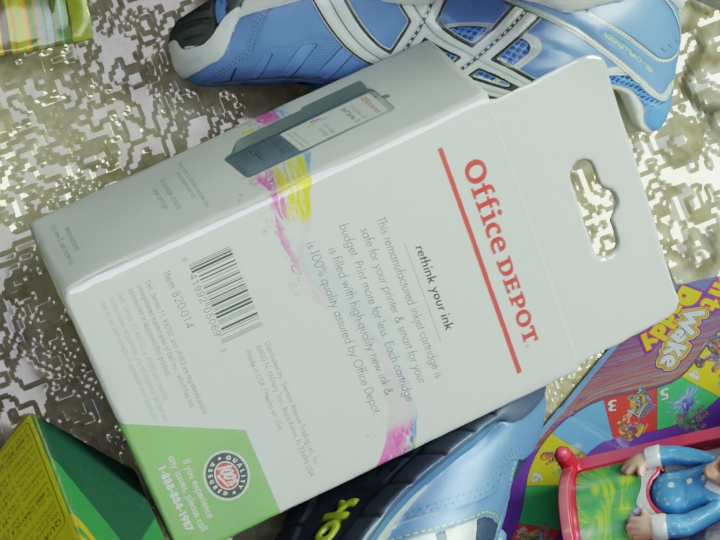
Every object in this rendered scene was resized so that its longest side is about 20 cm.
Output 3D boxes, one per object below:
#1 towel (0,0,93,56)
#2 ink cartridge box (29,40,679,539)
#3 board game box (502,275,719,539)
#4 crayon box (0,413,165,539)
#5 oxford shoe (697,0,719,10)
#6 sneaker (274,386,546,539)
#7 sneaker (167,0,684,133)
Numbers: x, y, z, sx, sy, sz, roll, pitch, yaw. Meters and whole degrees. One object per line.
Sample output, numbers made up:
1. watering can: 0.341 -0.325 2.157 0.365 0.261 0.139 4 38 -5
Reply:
1. towel: -0.196 -0.106 0.818 0.199 0.018 0.086 -12 85 -16
2. ink cartridge box: 0.000 0.000 0.823 0.199 0.067 0.117 -24 118 -7
3. board game box: 0.122 0.074 0.838 0.200 0.158 0.039 -49 139 -12
4. crayon box: -0.104 0.149 0.734 0.051 0.200 0.127 34 102 -30
5. oxford shoe: 0.080 -0.165 0.768 0.200 0.058 0.075 50 37 5
6. sneaker: 0.013 0.116 0.836 0.082 0.074 0.200 51 57 -22
7. sneaker: 0.029 -0.081 0.864 0.199 0.076 0.077 -6 94 -10
